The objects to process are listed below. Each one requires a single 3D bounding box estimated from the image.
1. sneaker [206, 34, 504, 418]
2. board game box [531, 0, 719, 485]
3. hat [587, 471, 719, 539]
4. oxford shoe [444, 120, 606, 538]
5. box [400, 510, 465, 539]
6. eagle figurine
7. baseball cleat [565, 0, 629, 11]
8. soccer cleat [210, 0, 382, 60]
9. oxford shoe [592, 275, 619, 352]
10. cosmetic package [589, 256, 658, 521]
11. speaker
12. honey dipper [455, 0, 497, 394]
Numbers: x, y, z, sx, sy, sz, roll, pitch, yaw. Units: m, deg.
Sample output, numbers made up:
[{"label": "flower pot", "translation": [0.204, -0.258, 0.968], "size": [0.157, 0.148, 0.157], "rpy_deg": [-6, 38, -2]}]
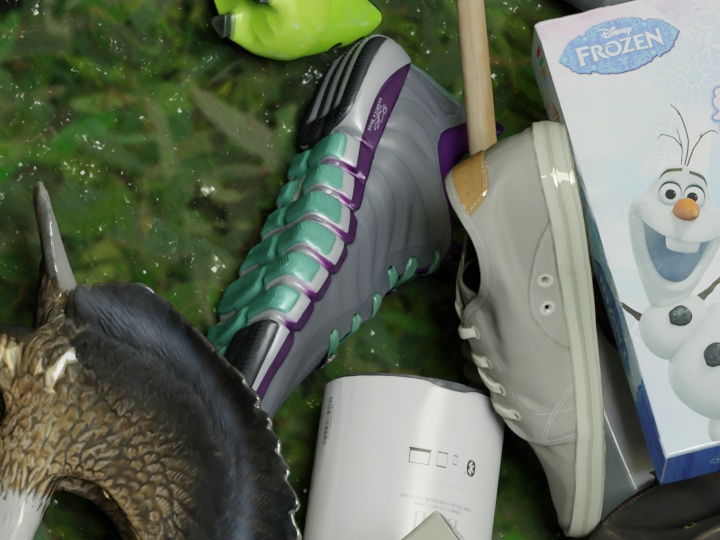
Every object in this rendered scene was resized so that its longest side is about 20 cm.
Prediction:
[{"label": "sneaker", "translation": [0.000, 0.000, 1.250], "size": [0.087, 0.074, 0.201], "rpy_deg": [30, 71, -18]}, {"label": "board game box", "translation": [0.192, -0.031, 1.210], "size": [0.199, 0.043, 0.200], "rpy_deg": [-13, 69, -4]}, {"label": "hat", "translation": [0.144, 0.135, 1.235], "size": [0.200, 0.201, 0.081], "rpy_deg": [-20, 47, -21]}, {"label": "oxford shoe", "translation": [0.070, 0.027, 1.199], "size": [0.057, 0.201, 0.075], "rpy_deg": [-10, 37, 2]}, {"label": "box", "translation": [-0.020, 0.187, 1.120], "size": [0.200, 0.082, 0.068], "rpy_deg": [-39, 68, -3]}, {"label": "eagle figurine", "translation": [-0.103, 0.073, 1.162], "size": [0.199, 0.152, 0.152], "rpy_deg": [26, 111, 5]}, {"label": "baseball cleat", "translation": [0.044, -0.185, 1.308], "size": [0.106, 0.070, 0.200], "rpy_deg": [-27, 75, -33]}, {"label": "soccer cleat", "translation": [-0.049, -0.186, 1.289], "size": [0.081, 0.067, 0.201], "rpy_deg": [-6, 74, -43]}, {"label": "oxford shoe", "translation": [0.180, -0.031, 1.263], "size": [0.200, 0.071, 0.073], "rpy_deg": [-41, 87, -22]}, {"label": "cosmetic package", "translation": [0.172, 0.008, 1.315], "size": [0.199, 0.052, 0.151], "rpy_deg": [-21, 87, -22]}, {"label": "speaker", "translation": [0.011, 0.149, 1.210], "size": [0.081, 0.081, 0.201], "rpy_deg": [12, 74, -15]}, {"label": "honey dipper", "translation": [0.053, -0.041, 1.246], "size": [0.038, 0.038, 0.201], "rpy_deg": [-14, 109, -21]}]
